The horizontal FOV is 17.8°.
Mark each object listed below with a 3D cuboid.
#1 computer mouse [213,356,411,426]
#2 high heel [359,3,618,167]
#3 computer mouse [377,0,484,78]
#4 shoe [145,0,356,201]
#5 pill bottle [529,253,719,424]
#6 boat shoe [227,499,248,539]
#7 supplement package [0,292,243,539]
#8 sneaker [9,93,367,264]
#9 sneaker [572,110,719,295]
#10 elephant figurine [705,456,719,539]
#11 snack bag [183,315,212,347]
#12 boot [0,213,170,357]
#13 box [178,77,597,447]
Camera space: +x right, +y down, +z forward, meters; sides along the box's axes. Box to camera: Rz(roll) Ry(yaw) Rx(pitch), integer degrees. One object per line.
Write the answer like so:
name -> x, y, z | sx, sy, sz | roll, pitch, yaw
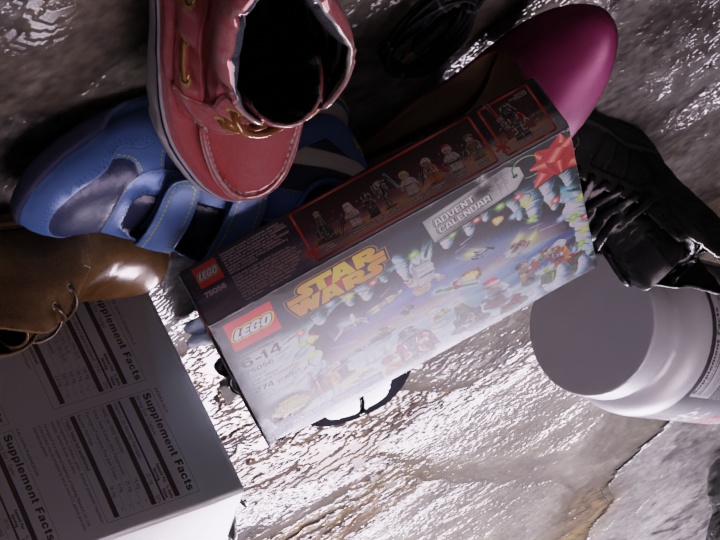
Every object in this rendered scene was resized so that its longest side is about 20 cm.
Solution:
computer mouse -> -0.013, 0.062, 1.397 | 0.138, 0.053, 0.200 | -24, 170, -3
high heel -> 0.050, -0.072, 1.216 | 0.096, 0.068, 0.200 | -19, 161, -47
computer mouse -> 0.084, -0.158, 1.138 | 0.200, 0.034, 0.059 | -32, 149, 26
shoe -> -0.048, -0.081, 1.003 | 0.071, 0.091, 0.200 | -22, 142, -14
pill bottle -> 0.205, 0.044, 1.582 | 0.116, 0.116, 0.200 | -39, 154, 24
boat shoe -> -0.113, 0.157, 1.498 | 0.062, 0.075, 0.200 | -42, 164, -11
supplement package -> -0.192, 0.121, 1.243 | 0.199, 0.151, 0.152 | -18, 154, -23
sneaker -> -0.075, -0.039, 1.133 | 0.199, 0.082, 0.074 | -10, 153, -34
sneaker -> 0.156, -0.037, 1.370 | 0.060, 0.104, 0.200 | -40, 155, 27
elephant figurine -> 0.373, 0.236, 2.142 | 0.141, 0.156, 0.200 | -18, 177, 38
snack bag -> 0.000, 0.000, 1.283 | 0.199, 0.021, 0.189 | -22, 180, -11
boot -> -0.164, 0.011, 1.144 | 0.200, 0.076, 0.074 | -1, 143, -50
box -> 0.019, -0.001, 1.154 | 0.200, 0.040, 0.137 | -29, 148, -4
